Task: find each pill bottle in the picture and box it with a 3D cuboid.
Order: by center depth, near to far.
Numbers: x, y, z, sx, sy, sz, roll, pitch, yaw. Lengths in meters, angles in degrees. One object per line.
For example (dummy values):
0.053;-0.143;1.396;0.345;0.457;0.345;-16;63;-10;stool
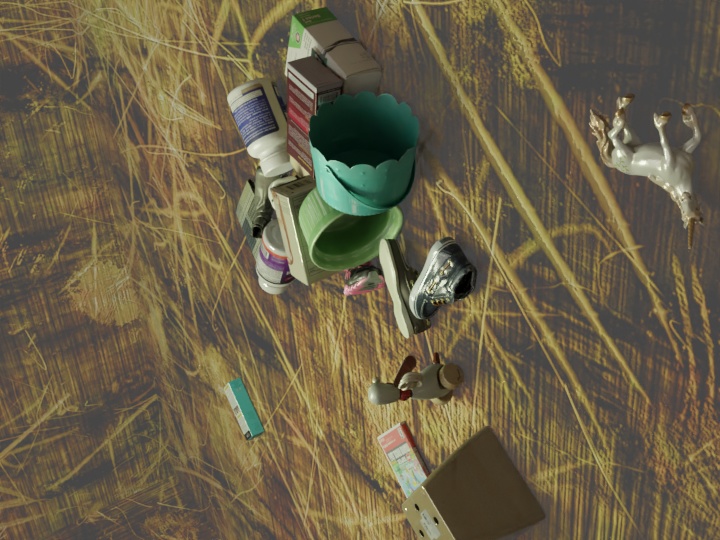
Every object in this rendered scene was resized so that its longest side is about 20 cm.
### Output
-0.214;-0.323;1.842;0.120;0.119;0.202;-28;83;61;pill bottle
-0.201;-0.030;2.019;0.112;0.111;0.201;56;149;23;pill bottle

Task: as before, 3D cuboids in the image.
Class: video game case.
0.114;0.460;1.882;0.201;0.017;0.143;62;150;13;video game case

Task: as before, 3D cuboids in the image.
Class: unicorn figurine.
0.370;-0.138;1.005;0.200;0.073;0.138;-129;21;-57;unicorn figurine

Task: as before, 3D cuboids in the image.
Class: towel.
-0.274;-0.123;2.180;0.194;0.034;0.200;65;154;15;towel

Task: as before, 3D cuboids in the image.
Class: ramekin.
-0.024;-0.100;1.583;0.098;0.198;0.201;61;151;30;ramekin

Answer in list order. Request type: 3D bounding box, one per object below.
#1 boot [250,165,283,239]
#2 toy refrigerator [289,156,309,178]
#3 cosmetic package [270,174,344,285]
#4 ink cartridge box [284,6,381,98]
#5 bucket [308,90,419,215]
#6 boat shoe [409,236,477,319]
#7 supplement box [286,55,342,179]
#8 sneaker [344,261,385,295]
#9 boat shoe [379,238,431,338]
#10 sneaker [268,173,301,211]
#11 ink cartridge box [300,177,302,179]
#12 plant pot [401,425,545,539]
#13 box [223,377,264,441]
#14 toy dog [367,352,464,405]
-0.231;-0.158;1.954;0.200;0.067;0.132;106;175;-69;boot
-0.073;-0.200;1.732;0.201;0.070;0.076;56;155;26;toy refrigerator
-0.108;-0.086;1.695;0.087;0.103;0.202;28;134;54;cosmetic package
-0.057;-0.385;1.564;0.200;0.084;0.147;53;148;28;ink cartridge box
0.006;-0.207;1.456;0.207;0.206;0.135;50;156;32;bucket
0.150;0.040;1.488;0.091;0.070;0.201;54;146;34;boat shoe
-0.090;-0.288;1.535;0.109;0.060;0.201;47;146;36;supplement box
0.000;0.000;1.708;0.200;0.078;0.096;157;108;-76;sneaker
0.088;0.030;1.606;0.072;0.060;0.204;-170;63;-74;boat shoe
-0.163;-0.178;1.798;0.200;0.079;0.130;-122;11;-46;sneaker
-0.093;-0.129;1.857;0.162;0.057;0.202;139;128;-61;ink cartridge box
0.198;0.457;1.567;0.201;0.176;0.200;57;150;21;plant pot
-0.397;0.471;2.749;0.201;0.049;0.082;63;151;12;box
0.108;0.206;1.584;0.132;0.199;0.097;-43;51;34;toy dog
